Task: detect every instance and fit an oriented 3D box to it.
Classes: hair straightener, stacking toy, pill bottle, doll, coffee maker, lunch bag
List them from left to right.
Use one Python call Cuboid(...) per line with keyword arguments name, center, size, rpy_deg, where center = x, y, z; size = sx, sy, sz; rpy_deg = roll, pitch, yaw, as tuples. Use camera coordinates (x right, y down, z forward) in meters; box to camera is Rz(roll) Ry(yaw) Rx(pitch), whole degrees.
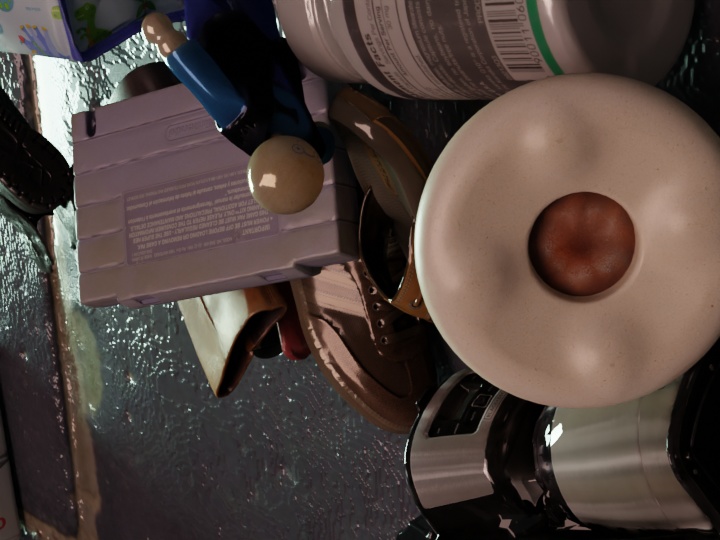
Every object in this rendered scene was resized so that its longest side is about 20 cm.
Cuboid(name="lunch bag", center=(-0.211, -0.251, 1.012), size=(0.169, 0.127, 0.202), rpy_deg=(11, 124, 45))
Cuboid(name="hair straightener", center=(-0.079, -0.038, 1.023), size=(0.077, 0.041, 0.202), rpy_deg=(-5, 102, 49))
Cuboid(name="doll", center=(-0.062, -0.108, 0.827), size=(0.048, 0.136, 0.201), rpy_deg=(-37, 49, 24))
Cuboid(name="pill bottle", center=(0.056, -0.142, 0.771), size=(0.199, 0.113, 0.114), rpy_deg=(8, 113, 46))
Cuboid(name="stacking toy", center=(0.099, -0.031, 0.744), size=(0.145, 0.200, 0.148), rpy_deg=(1, 104, 2))
Cuboid(name="coffee maker", center=(0.141, 0.128, 0.779), size=(0.199, 0.134, 0.194), rpy_deg=(-16, 95, 51))

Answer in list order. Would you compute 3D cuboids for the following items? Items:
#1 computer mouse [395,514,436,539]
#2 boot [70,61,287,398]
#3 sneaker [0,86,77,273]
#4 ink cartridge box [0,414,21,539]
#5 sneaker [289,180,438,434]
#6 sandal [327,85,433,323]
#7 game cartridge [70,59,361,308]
Cuboid(name="computer mouse", center=(0.058, 0.151, 0.969), size=(0.059, 0.034, 0.201), rpy_deg=(48, 134, 47))
Cuboid(name="boot", center=(-0.120, -0.008, 1.043), size=(0.188, 0.068, 0.201), rpy_deg=(-48, 62, 46))
Cuboid(name="sneaker", center=(-0.257, -0.090, 1.066), size=(0.200, 0.060, 0.104), rpy_deg=(52, 160, -9))
Cuboid(name="ink cartridge box", center=(-0.396, 0.171, 1.389), size=(0.084, 0.145, 0.202), rpy_deg=(12, 114, 46))
Cuboid(name="sneaker", center=(0.000, 0.000, 0.928), size=(0.075, 0.070, 0.201), rpy_deg=(-35, 80, 50))
Cuboid(name="sandal", center=(0.027, -0.013, 0.857), size=(0.082, 0.055, 0.201), rpy_deg=(31, 159, 47))
Cuboid(name="game cartridge", center=(-0.090, -0.051, 0.934), size=(0.199, 0.038, 0.131), rpy_deg=(-10, 83, 31))
